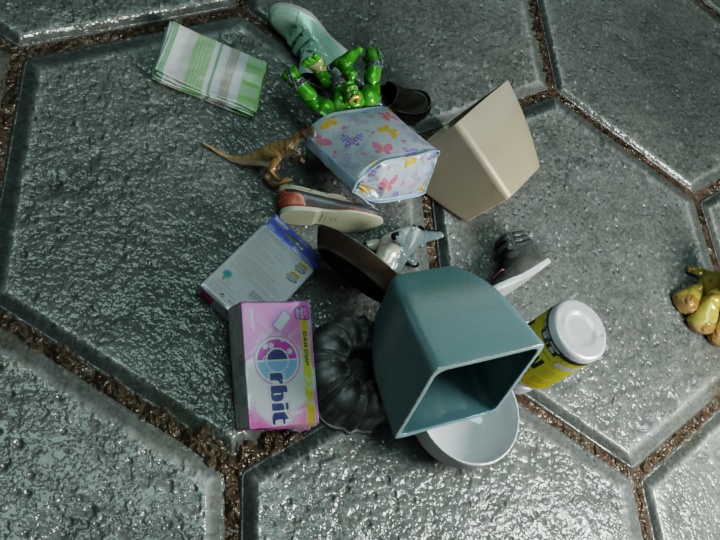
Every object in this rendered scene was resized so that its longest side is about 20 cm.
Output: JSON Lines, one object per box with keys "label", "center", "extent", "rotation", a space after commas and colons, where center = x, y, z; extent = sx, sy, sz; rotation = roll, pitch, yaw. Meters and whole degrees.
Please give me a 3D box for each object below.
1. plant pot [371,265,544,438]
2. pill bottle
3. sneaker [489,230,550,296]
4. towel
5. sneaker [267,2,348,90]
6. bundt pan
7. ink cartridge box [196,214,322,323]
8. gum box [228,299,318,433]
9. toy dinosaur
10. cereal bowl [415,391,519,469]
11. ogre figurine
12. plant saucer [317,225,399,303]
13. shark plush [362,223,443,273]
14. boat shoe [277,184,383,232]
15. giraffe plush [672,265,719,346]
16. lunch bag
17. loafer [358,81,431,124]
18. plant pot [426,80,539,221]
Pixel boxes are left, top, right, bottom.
{"label": "plant pot", "center": [0.122, 0.107, 1.259], "extent": [0.195, 0.196, 0.201], "rotation": [-9, 55, -27]}
{"label": "pill bottle", "center": [0.325, 0.141, 1.434], "extent": [0.114, 0.200, 0.115], "rotation": [13, 58, -21]}
{"label": "sneaker", "center": [0.282, -0.014, 1.585], "extent": [0.200, 0.071, 0.099], "rotation": [-27, 76, -42]}
{"label": "towel", "center": [-0.276, -0.377, 1.518], "extent": [0.199, 0.031, 0.150], "rotation": [19, 57, -18]}
{"label": "sneaker", "center": [-0.113, -0.440, 1.607], "extent": [0.200, 0.074, 0.118], "rotation": [37, 47, -8]}
{"label": "bundt pan", "center": [-0.003, 0.160, 1.331], "extent": [0.201, 0.076, 0.203], "rotation": [12, 59, -21]}
{"label": "ink cartridge box", "center": [-0.163, 0.008, 1.354], "extent": [0.119, 0.042, 0.200], "rotation": [43, 55, -2]}
{"label": "gum box", "center": [-0.134, 0.150, 1.249], "extent": [0.113, 0.066, 0.201], "rotation": [0, 78, -27]}
{"label": "toy dinosaur", "center": [-0.166, -0.200, 1.453], "extent": [0.199, 0.060, 0.107], "rotation": [-17, 86, 5]}
{"label": "cereal bowl", "center": [0.163, 0.239, 1.367], "extent": [0.199, 0.083, 0.201], "rotation": [12, 58, -20]}
{"label": "ogre figurine", "center": [-0.036, -0.348, 1.536], "extent": [0.199, 0.098, 0.120], "rotation": [-17, 84, -40]}
{"label": "plant saucer", "center": [0.000, 0.000, 1.363], "extent": [0.200, 0.200, 0.035], "rotation": [38, 78, -3]}
{"label": "shark plush", "center": [0.081, -0.037, 1.517], "extent": [0.200, 0.091, 0.084], "rotation": [-28, 98, -57]}
{"label": "boat shoe", "center": [-0.053, -0.113, 1.465], "extent": [0.199, 0.071, 0.063], "rotation": [5, 58, -20]}
{"label": "giraffe plush", "center": [0.803, 0.042, 1.763], "extent": [0.172, 0.162, 0.200], "rotation": [36, 53, -5]}
{"label": "lunch bag", "center": [0.012, -0.206, 1.490], "extent": [0.199, 0.128, 0.170], "rotation": [-15, 48, -41]}
{"label": "loafer", "center": [0.069, -0.342, 1.652], "extent": [0.199, 0.071, 0.073], "rotation": [-10, 68, -31]}
{"label": "plant pot", "center": [0.229, -0.218, 1.602], "extent": [0.177, 0.200, 0.200], "rotation": [53, 52, -6]}
